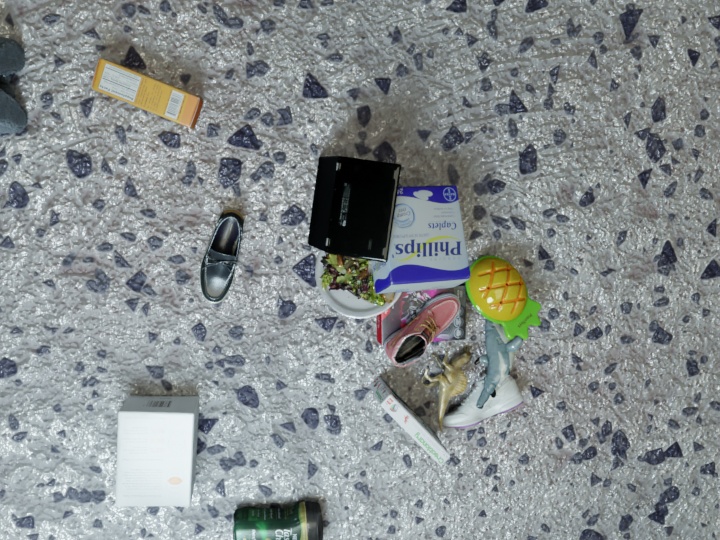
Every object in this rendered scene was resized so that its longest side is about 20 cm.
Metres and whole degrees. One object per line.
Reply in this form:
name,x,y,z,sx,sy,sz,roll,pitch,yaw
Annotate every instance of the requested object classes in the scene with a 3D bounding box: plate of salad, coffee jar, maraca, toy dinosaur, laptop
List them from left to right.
coffee jar,-0.181,0.576,1.359,0.197,0.085,0.106,-4,98,-9
laptop,-0.019,-0.128,1.239,0.197,0.116,0.190,10,97,12
plate of salad,0.000,0.000,1.304,0.197,0.048,0.203,-1,80,3
toy dinosaur,0.187,0.252,1.373,0.100,0.058,0.202,23,78,6
maraca,0.315,0.059,1.350,0.137,0.107,0.200,-41,88,-16

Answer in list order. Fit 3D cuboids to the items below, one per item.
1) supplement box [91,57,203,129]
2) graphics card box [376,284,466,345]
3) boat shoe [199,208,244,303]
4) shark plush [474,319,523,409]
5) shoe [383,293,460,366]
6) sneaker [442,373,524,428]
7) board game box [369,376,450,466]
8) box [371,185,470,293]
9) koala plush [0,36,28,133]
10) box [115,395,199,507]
supplement box,-0.416,-0.346,1.204,0.198,0.067,0.070,22,97,-11
graphics card box,0.135,0.095,1.363,0.197,0.051,0.127,-2,98,-10
boat shoe,-0.288,-0.028,1.271,0.074,0.062,0.203,16,96,-13
shark plush,0.295,0.212,1.385,0.082,0.091,0.202,21,84,3
shoe,0.139,0.128,1.296,0.199,0.091,0.072,-37,102,-2
sneaker,0.271,0.298,1.414,0.198,0.075,0.101,-22,81,-5
board game box,0.107,0.329,1.352,0.035,0.126,0.200,-44,102,-1
box,0.116,-0.064,1.266,0.181,0.105,0.203,-4,79,-19
koala plush,-0.745,-0.347,1.107,0.197,0.184,0.180,3,97,2
box,-0.422,0.375,1.281,0.150,0.106,0.203,4,97,-10
